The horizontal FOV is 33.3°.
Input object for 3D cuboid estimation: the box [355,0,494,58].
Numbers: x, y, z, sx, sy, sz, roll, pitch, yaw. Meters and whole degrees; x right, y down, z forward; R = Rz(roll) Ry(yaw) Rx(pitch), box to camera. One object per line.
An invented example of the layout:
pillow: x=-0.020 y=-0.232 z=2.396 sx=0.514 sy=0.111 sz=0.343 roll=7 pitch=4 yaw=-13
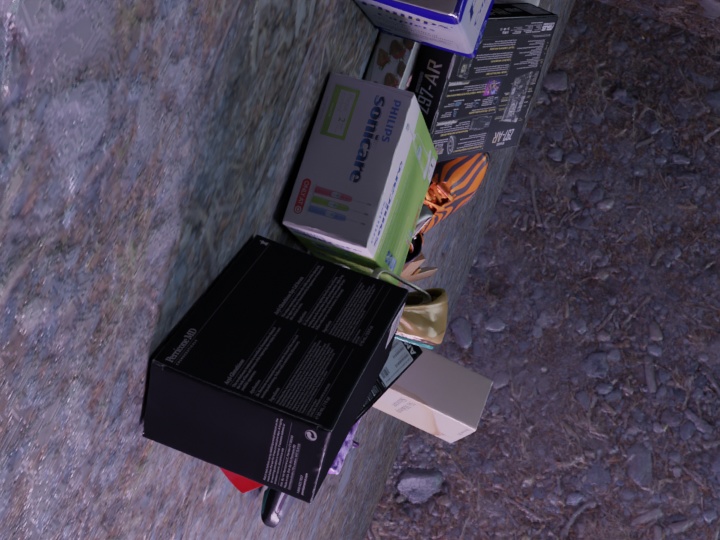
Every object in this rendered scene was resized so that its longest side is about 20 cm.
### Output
box: x=0.078 y=-0.306 z=1.084 sx=0.200 sy=0.104 sz=0.186 roll=-3 pitch=112 yaw=-80

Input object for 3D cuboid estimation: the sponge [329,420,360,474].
sponge: x=-0.033 y=0.139 z=1.387 sx=0.030 sy=0.111 sz=0.201 roll=41 pitch=59 yaw=-31

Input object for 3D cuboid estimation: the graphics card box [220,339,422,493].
graphics card box: x=-0.038 y=0.130 z=1.176 sx=0.125 sy=0.051 sz=0.200 roll=-30 pitch=-171 yaw=43

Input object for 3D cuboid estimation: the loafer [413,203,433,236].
loafer: x=0.000 y=0.000 z=1.271 sx=0.201 sy=0.070 sz=0.070 roll=-56 pitch=163 yaw=11

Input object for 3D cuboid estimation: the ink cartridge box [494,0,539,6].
ink cartridge box: x=0.142 y=-0.279 z=1.446 sx=0.146 sy=0.083 sz=0.202 roll=-104 pitch=-153 yaw=-62

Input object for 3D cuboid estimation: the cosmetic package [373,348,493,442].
cosmetic package: x=0.054 y=0.138 z=1.521 sx=0.074 sy=0.199 sz=0.104 roll=-66 pitch=-175 yaw=-22

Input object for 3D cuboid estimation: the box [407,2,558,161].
box: x=0.128 y=-0.206 z=1.306 sx=0.199 sy=0.043 sz=0.161 roll=-18 pitch=131 yaw=-50

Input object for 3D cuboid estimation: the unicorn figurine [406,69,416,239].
unicorn figurine: x=0.043 y=-0.144 z=1.368 sx=0.137 sy=0.073 sz=0.202 roll=-28 pitch=121 yaw=-76

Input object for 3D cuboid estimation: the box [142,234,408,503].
box: x=-0.061 y=0.068 z=0.934 sx=0.200 sy=0.140 sz=0.079 roll=-56 pitch=166 yaw=-55

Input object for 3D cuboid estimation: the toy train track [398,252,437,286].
toy train track: x=0.024 y=0.021 z=1.533 sx=0.114 sy=0.033 sz=0.200 roll=-14 pitch=159 yaw=-32

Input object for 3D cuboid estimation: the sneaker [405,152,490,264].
sneaker: x=0.076 y=-0.067 z=1.417 sx=0.200 sy=0.077 sz=0.112 roll=-44 pitch=-168 yaw=20

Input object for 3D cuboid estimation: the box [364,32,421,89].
box: x=0.044 y=-0.242 z=1.221 sx=0.041 sy=0.038 sz=0.202 roll=13 pitch=97 yaw=-82

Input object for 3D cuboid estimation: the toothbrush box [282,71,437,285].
toothbrush box: x=0.006 y=-0.080 z=1.143 sx=0.200 sy=0.085 sz=0.147 roll=49 pitch=58 yaw=-77

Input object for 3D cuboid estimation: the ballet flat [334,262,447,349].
ballet flat: x=-0.006 y=0.024 z=1.102 sx=0.069 sy=0.199 sz=0.064 roll=29 pitch=-76 yaw=59

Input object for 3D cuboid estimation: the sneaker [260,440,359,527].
sneaker: x=-0.049 y=0.222 z=1.446 sx=0.201 sy=0.087 sz=0.074 roll=-68 pitch=-168 yaw=-17
